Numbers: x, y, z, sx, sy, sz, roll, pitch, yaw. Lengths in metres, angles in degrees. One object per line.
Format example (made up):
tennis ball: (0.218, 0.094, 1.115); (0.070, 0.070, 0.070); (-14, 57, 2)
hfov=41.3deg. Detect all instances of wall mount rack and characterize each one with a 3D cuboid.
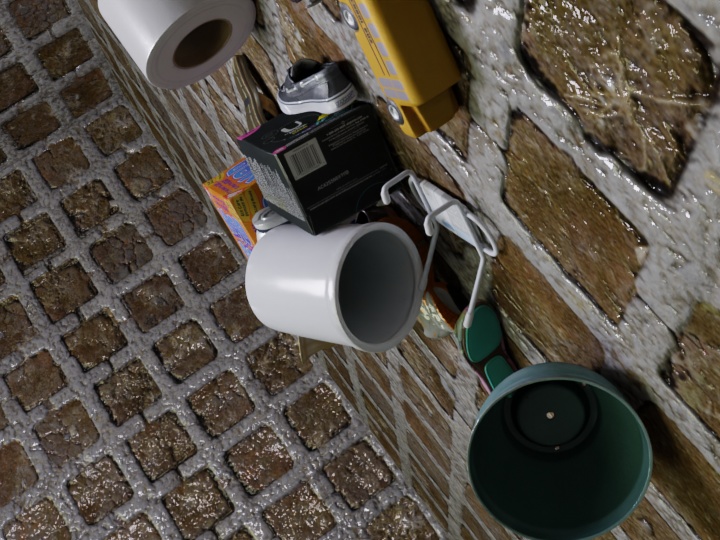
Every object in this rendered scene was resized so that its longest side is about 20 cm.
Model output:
wall mount rack: (0.102, -0.032, 1.209); (0.200, 0.074, 0.174); (42, 164, 54)

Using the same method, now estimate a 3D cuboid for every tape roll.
tape roll: (-0.277, -0.396, 1.456); (0.140, 0.202, 0.203); (52, 168, 12)

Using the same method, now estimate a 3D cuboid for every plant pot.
plant pot: (0.222, 0.187, 1.095); (0.201, 0.199, 0.134); (58, -165, -12)

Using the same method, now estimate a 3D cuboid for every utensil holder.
utensil holder: (-0.041, 0.017, 1.321); (0.199, 0.170, 0.171); (5, 132, 45)

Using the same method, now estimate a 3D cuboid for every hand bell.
hand bell: (-0.011, 0.101, 1.697); (0.104, 0.198, 0.105); (-7, -90, -90)

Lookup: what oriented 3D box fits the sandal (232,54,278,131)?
sandal: (-0.178, -0.294, 1.721); (0.080, 0.054, 0.202); (-1, 107, 70)

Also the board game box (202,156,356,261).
board game box: (-0.109, -0.099, 1.579); (0.201, 0.199, 0.200); (60, 168, -21)

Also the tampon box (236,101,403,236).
tampon box: (-0.061, -0.154, 1.337); (0.127, 0.149, 0.200); (65, 166, -23)

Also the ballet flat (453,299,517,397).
ballet flat: (0.170, 0.108, 1.341); (0.071, 0.069, 0.201); (43, 167, 52)

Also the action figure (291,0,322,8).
action figure: (-0.083, -0.363, 1.082); (0.200, 0.069, 0.131); (24, 137, 62)

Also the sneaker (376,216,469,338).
sneaker: (0.072, 0.018, 1.396); (0.201, 0.075, 0.092); (56, 142, 3)

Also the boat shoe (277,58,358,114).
boat shoe: (-0.072, -0.258, 1.312); (0.068, 0.072, 0.200); (58, 166, -23)

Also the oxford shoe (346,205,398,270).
oxford shoe: (0.000, 0.000, 1.440); (0.071, 0.073, 0.202); (15, 100, 38)

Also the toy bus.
toy bus: (0.040, -0.230, 0.944); (0.201, 0.065, 0.078); (62, 166, -23)

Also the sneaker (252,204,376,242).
sneaker: (-0.063, -0.076, 1.457); (0.076, 0.198, 0.081); (-120, 14, -65)
